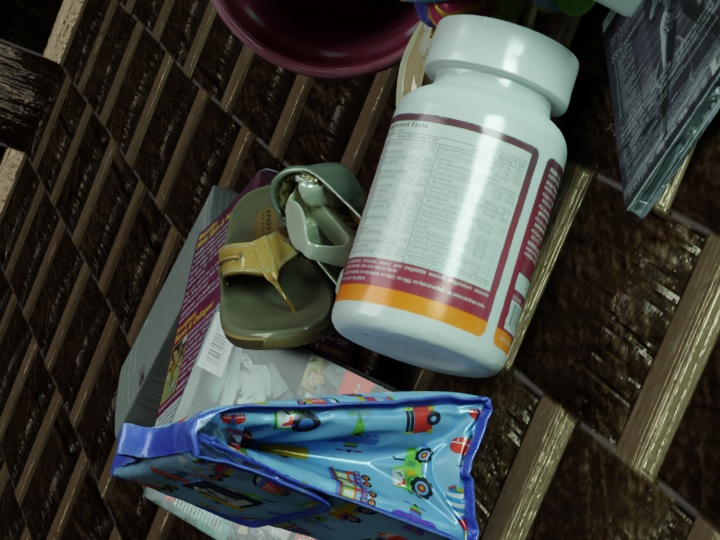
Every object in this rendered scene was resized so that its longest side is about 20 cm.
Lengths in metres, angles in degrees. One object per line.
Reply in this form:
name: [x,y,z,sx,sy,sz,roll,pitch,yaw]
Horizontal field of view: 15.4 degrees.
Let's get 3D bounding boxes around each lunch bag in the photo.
lunch bag: [-0.046,0.109,1.568,0.151,0.200,0.094,161,117,-67]

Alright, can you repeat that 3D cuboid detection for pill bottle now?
pill bottle: [0.061,-0.044,1.598,0.110,0.109,0.200,165,124,-71]

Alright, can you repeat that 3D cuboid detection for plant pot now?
plant pot: [-0.014,-0.253,1.985,0.179,0.200,0.200,-70,4,-76]

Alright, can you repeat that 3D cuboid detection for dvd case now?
dvd case: [0.182,-0.142,1.488,0.200,0.016,0.149,-90,26,-52]
dvd case: [-0.051,0.120,1.747,0.200,0.022,0.146,23,94,41]

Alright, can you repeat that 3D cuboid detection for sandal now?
sandal: [-0.062,-0.010,1.784,0.200,0.080,0.054,-100,-7,-57]

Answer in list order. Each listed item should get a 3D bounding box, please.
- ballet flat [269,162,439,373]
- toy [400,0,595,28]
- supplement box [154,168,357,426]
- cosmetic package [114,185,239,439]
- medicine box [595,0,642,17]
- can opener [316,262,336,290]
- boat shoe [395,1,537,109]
ballet flat: [0.000,0.000,1.697,0.200,0.064,0.067,52,130,42]
toy: [0.076,-0.171,1.654,0.200,0.115,0.047,7,113,57]
supplement box: [-0.069,0.049,1.923,0.131,0.103,0.200,138,148,-58]
cosmetic package: [-0.122,0.045,2.135,0.107,0.090,0.200,-93,25,-60]
medicine box: [0.113,-0.276,1.529,0.103,0.182,0.200,-55,14,45]
can opener: [0.036,-0.011,1.767,0.200,0.067,0.053,-15,55,55]
boat shoe: [0.076,-0.160,1.754,0.069,0.074,0.200,135,152,-68]
